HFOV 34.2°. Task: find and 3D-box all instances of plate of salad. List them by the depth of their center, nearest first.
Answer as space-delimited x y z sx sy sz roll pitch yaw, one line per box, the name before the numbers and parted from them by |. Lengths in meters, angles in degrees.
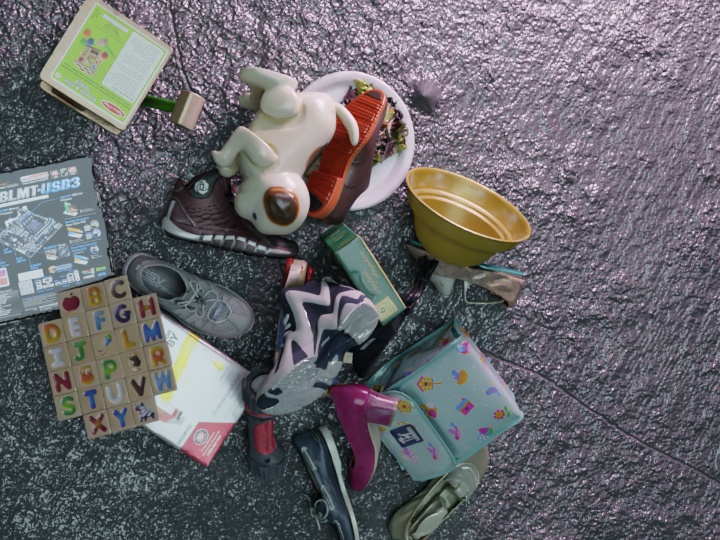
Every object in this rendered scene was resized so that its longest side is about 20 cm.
plate of salad | -0.013 -0.188 1.697 0.198 0.048 0.203 -1 93 -14

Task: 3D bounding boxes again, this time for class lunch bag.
lunch bag | 0.110 0.197 1.719 0.199 0.122 0.171 -36 106 7

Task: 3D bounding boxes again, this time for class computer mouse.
computer mouse | 0.043 0.058 1.693 0.046 0.201 0.141 33 43 -1

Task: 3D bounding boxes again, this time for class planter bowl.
planter bowl | 0.140 -0.064 1.695 0.198 0.201 0.084 18 116 -15

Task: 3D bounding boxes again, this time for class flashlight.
flashlight | -0.128 0.217 1.621 0.067 0.068 0.201 -3 134 -4

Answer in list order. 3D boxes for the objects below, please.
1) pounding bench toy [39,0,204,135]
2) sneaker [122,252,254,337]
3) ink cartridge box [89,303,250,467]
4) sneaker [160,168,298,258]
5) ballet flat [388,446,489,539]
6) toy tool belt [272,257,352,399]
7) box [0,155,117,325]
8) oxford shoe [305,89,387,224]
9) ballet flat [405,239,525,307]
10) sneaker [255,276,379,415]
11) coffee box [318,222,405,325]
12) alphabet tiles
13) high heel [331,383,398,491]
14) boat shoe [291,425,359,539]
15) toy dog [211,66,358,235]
pounding bench toy | -0.310 -0.247 1.558 0.199 0.156 0.125 32 84 -14
sneaker | -0.239 0.042 1.633 0.198 0.082 0.075 24 87 -15
ink cartridge box | -0.261 0.157 1.633 0.199 0.083 0.146 35 84 -14
sneaker | -0.174 -0.085 1.648 0.198 0.076 0.117 12 87 -15
ballet flat | 0.128 0.341 1.758 0.200 0.069 0.070 -44 103 -9
toy tool belt | -0.057 0.088 1.658 0.121 0.125 0.202 7 98 -3
box | -0.442 -0.040 1.591 0.198 0.050 0.201 -13 96 -13
oxford shoe | -0.012 -0.160 1.655 0.072 0.071 0.201 27 93 -50
ballet flat | 0.152 0.012 1.745 0.198 0.068 0.068 17 96 -14
sneaker | -0.081 0.089 1.543 0.200 0.129 0.079 -51 134 0
coffee box | 0.000 0.000 1.632 0.044 0.200 0.124 -33 101 -2
alphabet tiles | -0.339 0.115 1.567 0.165 0.006 0.202 -14 83 0
high heel | -0.014 0.241 1.683 0.095 0.201 0.068 15 45 -2
boat shoe | -0.049 0.329 1.706 0.061 0.075 0.202 -17 96 -15
toy dog | -0.110 -0.147 1.601 0.192 0.139 0.202 13 77 -12
